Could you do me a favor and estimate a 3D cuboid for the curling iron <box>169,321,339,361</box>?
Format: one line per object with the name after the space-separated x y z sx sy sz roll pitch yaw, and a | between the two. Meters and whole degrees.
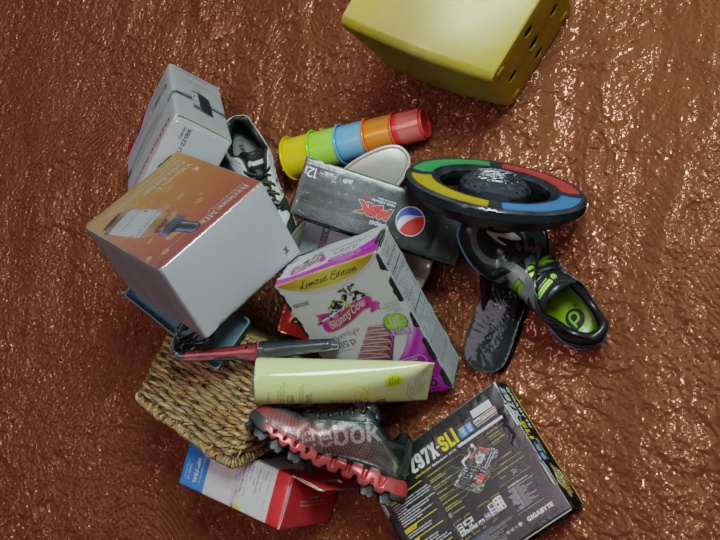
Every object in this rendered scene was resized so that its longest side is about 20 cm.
-0.122 0.082 0.994 0.198 0.026 0.050 2 82 8 | curling iron

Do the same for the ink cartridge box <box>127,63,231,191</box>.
-0.249 -0.170 1.185 0.145 0.083 0.201 -57 27 20 | ink cartridge box

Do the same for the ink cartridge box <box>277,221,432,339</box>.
0.000 0.000 1.063 0.161 0.057 0.202 17 85 2 | ink cartridge box

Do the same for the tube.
-0.019 0.123 0.977 0.198 0.058 0.053 1 92 -4 | tube

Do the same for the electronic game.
0.146 -0.088 0.953 0.199 0.199 0.042 20 115 30 | electronic game

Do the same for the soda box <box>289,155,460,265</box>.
0.023 -0.066 1.010 0.198 0.063 0.071 18 91 2 | soda box

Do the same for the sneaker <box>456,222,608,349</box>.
0.190 0.006 0.938 0.199 0.083 0.071 42 83 2 | sneaker

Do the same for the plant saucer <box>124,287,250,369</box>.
-0.212 0.047 1.075 0.199 0.019 0.070 31 85 36 | plant saucer

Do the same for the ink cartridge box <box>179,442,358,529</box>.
-0.107 0.261 1.076 0.199 0.116 0.068 15 88 31 | ink cartridge box

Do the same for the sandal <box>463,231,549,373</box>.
0.165 0.019 1.004 0.075 0.048 0.203 12 87 30 | sandal

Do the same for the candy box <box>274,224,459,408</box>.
0.011 0.061 1.008 0.135 0.061 0.201 -19 116 26 | candy box

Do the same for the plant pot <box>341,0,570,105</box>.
0.127 -0.303 1.007 0.176 0.200 0.201 35 99 18 | plant pot

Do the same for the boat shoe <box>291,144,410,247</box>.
-0.016 -0.088 1.121 0.200 0.057 0.067 -43 93 12 | boat shoe

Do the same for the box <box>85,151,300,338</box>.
-0.196 -0.037 1.017 0.152 0.107 0.199 -43 38 -21 | box

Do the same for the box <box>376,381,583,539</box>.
0.124 0.248 0.988 0.200 0.049 0.160 -40 62 18 | box

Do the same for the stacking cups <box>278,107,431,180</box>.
-0.009 -0.167 1.125 0.198 0.060 0.061 -12 76 28 | stacking cups

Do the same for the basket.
-0.157 0.147 1.105 0.199 0.142 0.150 23 88 34 | basket

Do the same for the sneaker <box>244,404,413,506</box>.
-0.028 0.186 0.990 0.199 0.071 0.099 23 77 -1 | sneaker

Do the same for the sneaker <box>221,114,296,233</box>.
-0.141 -0.116 1.165 0.075 0.088 0.201 -21 68 -16 | sneaker
